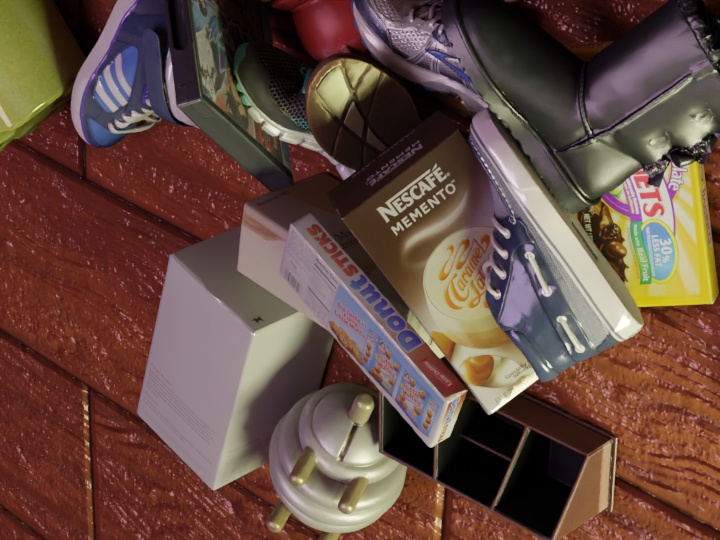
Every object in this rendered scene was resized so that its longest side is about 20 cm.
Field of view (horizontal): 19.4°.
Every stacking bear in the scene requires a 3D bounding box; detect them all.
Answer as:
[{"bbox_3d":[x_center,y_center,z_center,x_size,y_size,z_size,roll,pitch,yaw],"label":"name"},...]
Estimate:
[{"bbox_3d":[-0.048,-0.258,1.687,0.113,0.121,0.201,-31,100,7],"label":"stacking bear"}]

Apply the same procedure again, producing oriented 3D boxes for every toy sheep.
[{"bbox_3d":[-0.019,0.167,1.855,0.138,0.138,0.200,53,146,14],"label":"toy sheep"}]

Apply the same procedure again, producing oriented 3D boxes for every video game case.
[{"bbox_3d":[-0.110,-0.180,1.701,0.025,0.200,0.182,-14,69,15],"label":"video game case"}]

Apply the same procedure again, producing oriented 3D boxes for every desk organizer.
[{"bbox_3d":[0.110,0.145,1.743,0.199,0.077,0.072,25,126,38],"label":"desk organizer"}]

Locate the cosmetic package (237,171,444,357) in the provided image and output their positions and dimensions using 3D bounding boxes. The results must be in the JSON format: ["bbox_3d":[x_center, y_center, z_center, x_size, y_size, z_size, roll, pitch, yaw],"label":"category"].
[{"bbox_3d":[0.000,0.000,1.771,0.200,0.105,0.071,31,129,32],"label":"cosmetic package"}]

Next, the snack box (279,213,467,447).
[{"bbox_3d":[0.007,0.047,1.676,0.200,0.024,0.072,49,149,21],"label":"snack box"}]

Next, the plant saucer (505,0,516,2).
[{"bbox_3d":[0.091,-0.300,1.571,0.199,0.029,0.201,24,126,38],"label":"plant saucer"}]

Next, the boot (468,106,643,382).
[{"bbox_3d":[0.116,-0.015,1.536,0.090,0.073,0.200,-32,97,17],"label":"boot"}]

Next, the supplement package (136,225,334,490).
[{"bbox_3d":[-0.110,0.075,1.917,0.121,0.119,0.201,42,136,27],"label":"supplement package"}]

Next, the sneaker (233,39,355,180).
[{"bbox_3d":[-0.012,-0.133,1.696,0.200,0.078,0.091,33,135,-27],"label":"sneaker"}]

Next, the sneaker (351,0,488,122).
[{"bbox_3d":[0.084,-0.174,1.597,0.200,0.077,0.085,36,141,8],"label":"sneaker"}]

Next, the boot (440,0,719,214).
[{"bbox_3d":[0.171,-0.145,1.469,0.162,0.073,0.199,-29,105,29],"label":"boot"}]

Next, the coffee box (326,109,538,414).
[{"bbox_3d":[0.079,-0.007,1.610,0.200,0.114,0.080,52,-176,-17],"label":"coffee box"}]

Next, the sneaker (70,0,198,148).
[{"bbox_3d":[-0.183,-0.151,1.910,0.147,0.080,0.200,49,133,24],"label":"sneaker"}]

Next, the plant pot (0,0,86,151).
[{"bbox_3d":[-0.359,-0.219,2.005,0.185,0.200,0.200,53,140,-3],"label":"plant pot"}]

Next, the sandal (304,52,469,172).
[{"bbox_3d":[0.023,-0.113,1.642,0.080,0.200,0.054,-48,46,15],"label":"sandal"}]

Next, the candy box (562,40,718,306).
[{"bbox_3d":[0.201,-0.070,1.543,0.102,0.026,0.201,-4,109,20],"label":"candy box"}]
